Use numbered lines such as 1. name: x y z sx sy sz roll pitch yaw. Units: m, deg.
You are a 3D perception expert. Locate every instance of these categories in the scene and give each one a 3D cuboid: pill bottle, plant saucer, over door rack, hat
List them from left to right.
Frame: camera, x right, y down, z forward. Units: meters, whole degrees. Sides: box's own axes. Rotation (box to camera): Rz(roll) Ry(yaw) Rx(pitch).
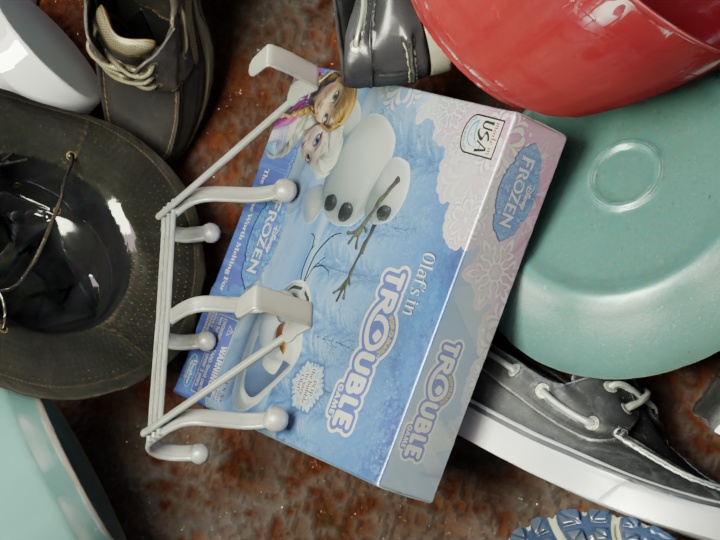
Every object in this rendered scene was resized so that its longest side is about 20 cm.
1. pill bottle: -0.254 -0.070 1.430 0.200 0.116 0.116 -41 64 13
2. hat: -0.191 -0.002 1.350 0.081 0.200 0.201 -45 56 52
3. over door rack: -0.056 0.001 1.247 0.200 0.066 0.148 130 145 -57
4. plant saucer: 0.141 -0.042 1.238 0.199 0.036 0.201 -14 56 21

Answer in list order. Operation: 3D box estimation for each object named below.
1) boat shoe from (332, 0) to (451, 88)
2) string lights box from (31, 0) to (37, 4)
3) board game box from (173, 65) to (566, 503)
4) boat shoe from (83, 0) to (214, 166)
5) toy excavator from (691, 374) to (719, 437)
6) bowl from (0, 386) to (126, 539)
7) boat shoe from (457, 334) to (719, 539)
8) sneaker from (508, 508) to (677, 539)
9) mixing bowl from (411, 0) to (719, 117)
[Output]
1. boat shoe: -0.012 -0.190 1.276 0.062 0.073 0.201 -19 80 -4
2. string lights box: -0.219 -0.253 1.461 0.059 0.103 0.201 17 86 28
3. board game box: 0.000 0.000 1.284 0.199 0.043 0.201 18 87 52
4. boat shoe: -0.128 -0.140 1.354 0.074 0.073 0.201 14 125 17
5. toy excavator: 0.280 0.104 1.135 0.100 0.200 0.195 -53 18 7
6. bowl: -0.197 0.136 1.328 0.105 0.201 0.201 -27 66 -3
7. boat shoe: 0.121 0.080 1.235 0.200 0.072 0.068 24 91 36
8. sneaker: 0.086 0.183 1.219 0.199 0.085 0.077 -25 54 25
9. mixing bowl: 0.093 -0.151 1.205 0.108 0.200 0.201 -42 63 26
